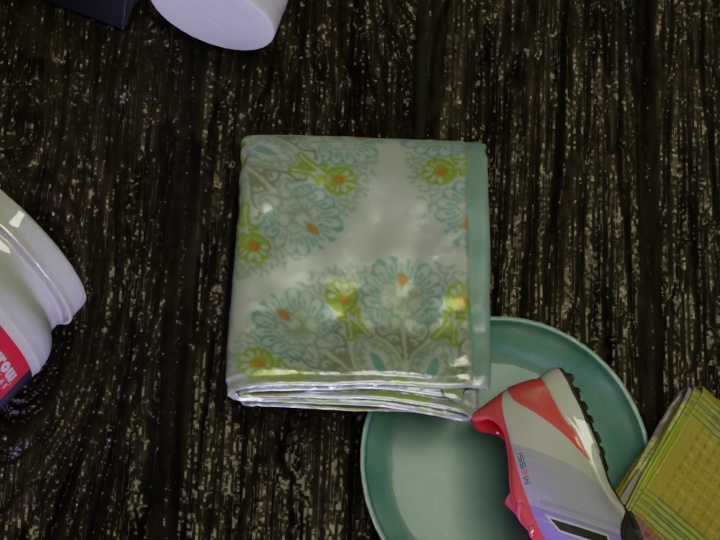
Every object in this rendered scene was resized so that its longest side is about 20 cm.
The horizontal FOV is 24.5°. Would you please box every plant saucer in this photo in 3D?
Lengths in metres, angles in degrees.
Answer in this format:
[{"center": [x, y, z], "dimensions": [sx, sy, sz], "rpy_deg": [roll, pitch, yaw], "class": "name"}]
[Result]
[{"center": [0.094, 0.131, 1.099], "dimensions": [0.198, 0.036, 0.201], "rpy_deg": [3, 73, -11], "class": "plant saucer"}]

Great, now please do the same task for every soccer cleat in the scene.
[{"center": [0.132, 0.157, 1.031], "dimensions": [0.073, 0.068, 0.201], "rpy_deg": [-21, 58, 2], "class": "soccer cleat"}]

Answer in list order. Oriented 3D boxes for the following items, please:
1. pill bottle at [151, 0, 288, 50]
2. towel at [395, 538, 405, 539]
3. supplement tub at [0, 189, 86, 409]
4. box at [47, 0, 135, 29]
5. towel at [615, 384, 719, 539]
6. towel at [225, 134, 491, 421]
[{"center": [-0.071, -0.261, 1.146], "dimensions": [0.109, 0.110, 0.201], "rpy_deg": [20, 71, -5], "class": "pill bottle"}, {"center": [0.070, 0.281, 1.034], "dimensions": [0.151, 0.023, 0.201], "rpy_deg": [13, 84, -8], "class": "towel"}, {"center": [-0.277, 0.046, 0.996], "dimensions": [0.140, 0.140, 0.200], "rpy_deg": [41, 71, 3], "class": "supplement tub"}, {"center": [-0.193, -0.289, 1.148], "dimensions": [0.140, 0.079, 0.201], "rpy_deg": [19, 70, -2], "class": "box"}, {"center": [0.251, 0.185, 1.100], "dimensions": [0.200, 0.023, 0.144], "rpy_deg": [39, 69, -12], "class": "towel"}, {"center": [0.000, 0.000, 1.091], "dimensions": [0.170, 0.048, 0.201], "rpy_deg": [4, 63, -2], "class": "towel"}]
